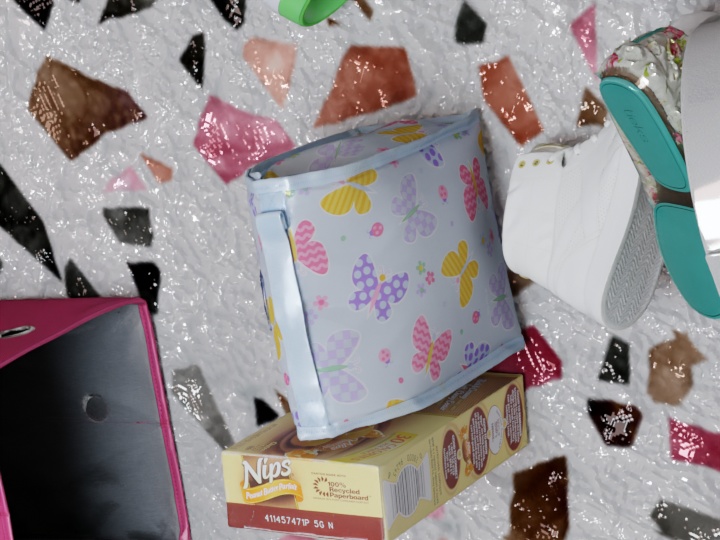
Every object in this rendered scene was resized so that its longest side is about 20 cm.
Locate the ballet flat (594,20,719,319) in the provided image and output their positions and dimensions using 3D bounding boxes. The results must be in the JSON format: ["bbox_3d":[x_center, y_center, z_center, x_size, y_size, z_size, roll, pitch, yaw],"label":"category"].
[{"bbox_3d":[0.198,-0.059,1.467,0.076,0.064,0.200,17,144,42],"label":"ballet flat"}]

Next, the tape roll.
[{"bbox_3d":[0.232,-0.047,1.431,0.037,0.203,0.203,-12,99,23],"label":"tape roll"}]

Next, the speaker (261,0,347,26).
[{"bbox_3d":[-0.082,-0.250,1.625,0.200,0.088,0.088,45,122,11],"label":"speaker"}]

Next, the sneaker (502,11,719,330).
[{"bbox_3d":[0.149,-0.077,1.548,0.116,0.074,0.200,28,99,44],"label":"sneaker"}]

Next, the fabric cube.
[{"bbox_3d":[-0.268,0.136,1.790,0.199,0.196,0.200,0,106,32],"label":"fabric cube"}]

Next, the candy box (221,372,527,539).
[{"bbox_3d":[0.013,0.114,1.612,0.115,0.200,0.055,4,106,30],"label":"candy box"}]

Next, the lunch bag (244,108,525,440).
[{"bbox_3d":[0.000,0.000,1.585,0.127,0.200,0.170,-7,102,32],"label":"lunch bag"}]
